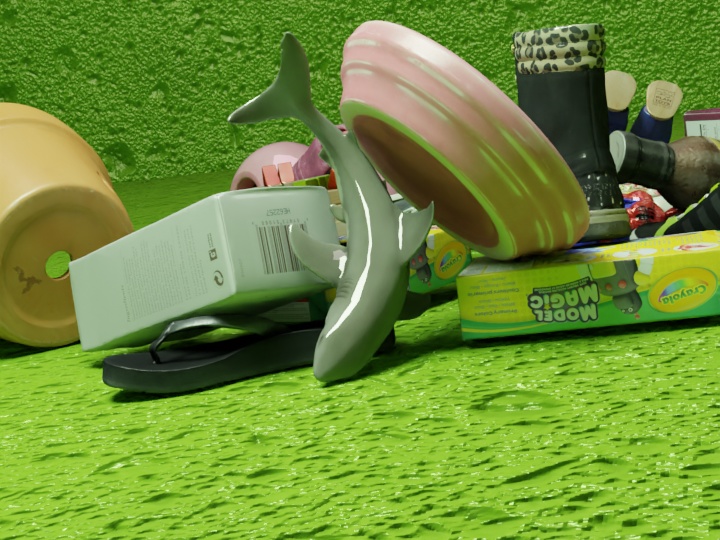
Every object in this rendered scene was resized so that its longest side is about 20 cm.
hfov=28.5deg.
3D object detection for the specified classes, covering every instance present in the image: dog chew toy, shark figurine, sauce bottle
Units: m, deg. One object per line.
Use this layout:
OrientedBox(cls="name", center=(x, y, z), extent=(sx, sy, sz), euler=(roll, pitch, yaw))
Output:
OrientedBox(cls="dog chew toy", center=(-0.036, -0.072, 1.484), extent=(0.199, 0.125, 0.124), euler=(-3, 4, -37))
OrientedBox(cls="shark figurine", center=(0.007, -0.043, 0.914), extent=(0.128, 0.216, 0.089), euler=(-4, -17, -40))
OrientedBox(cls="sauce bottle", center=(0.289, -0.073, 1.143), extent=(0.199, 0.065, 0.065), euler=(11, 1, -20))

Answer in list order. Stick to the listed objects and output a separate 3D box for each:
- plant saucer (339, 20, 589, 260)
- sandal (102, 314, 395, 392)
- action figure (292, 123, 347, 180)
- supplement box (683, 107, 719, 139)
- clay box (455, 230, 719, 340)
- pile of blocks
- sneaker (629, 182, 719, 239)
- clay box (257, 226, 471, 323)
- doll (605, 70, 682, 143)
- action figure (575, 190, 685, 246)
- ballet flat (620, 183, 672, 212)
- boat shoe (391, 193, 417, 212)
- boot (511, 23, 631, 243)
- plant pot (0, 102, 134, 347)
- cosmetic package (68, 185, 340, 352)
OrientedBox(cls="plant saucer", center=(0.058, -0.075, 0.927), extent=(0.051, 0.201, 0.200), euler=(-48, 18, -9))
OrientedBox(cls="sandal", center=(-0.076, 0.044, 0.946), extent=(0.199, 0.043, 0.076), euler=(-10, 8, -18))
OrientedBox(cls="action figure", center=(-0.047, -0.078, 1.251), extent=(0.148, 0.200, 0.134), euler=(20, 38, -30))
OrientedBox(cls="supplement box", center=(0.430, -0.115, 1.369), extent=(0.130, 0.104, 0.200), euler=(-13, 10, -32))
OrientedBox(cls="clay box", center=(0.170, 0.008, 0.951), extent=(0.199, 0.048, 0.115), euler=(-5, 6, 12))
OrientedBox(cls="pile of blocks", center=(-0.059, -0.054, 1.122), extent=(0.082, 0.063, 0.199), euler=(-15, 6, -40))
OrientedBox(cls="sneaker", center=(0.288, -0.043, 1.072), extent=(0.071, 0.083, 0.199), euler=(-13, 10, -37))
OrientedBox(cls="clay box", center=(0.000, 0.000, 1.116), extent=(0.114, 0.048, 0.199), euler=(-3, 8, 42))
OrientedBox(cls="doll", center=(0.232, -0.090, 1.265), extent=(0.136, 0.049, 0.200), euler=(12, -33, 2))
OrientedBox(cls="action figure", center=(0.180, -0.033, 1.181), extent=(0.199, 0.066, 0.052), euler=(-8, -19, 4))
OrientedBox(cls="ballet flat", center=(0.225, -0.040, 1.231), extent=(0.199, 0.076, 0.064), euler=(-10, 38, 14))
OrientedBox(cls="boat shoe", center=(0.058, -0.039, 1.279), extent=(0.199, 0.062, 0.073), euler=(-11, -32, 39))
OrientedBox(cls="boot", center=(0.136, -0.098, 1.049), extent=(0.073, 0.155, 0.203), euler=(-7, 5, -15))
OrientedBox(cls="plant pot", center=(-0.274, -0.024, 1.169), extent=(0.199, 0.201, 0.140), euler=(-13, 26, -34))
OrientedBox(cls="cosmetic package", center=(-0.112, 0.001, 0.997), extent=(0.101, 0.075, 0.199), euler=(-5, -8, -43))
